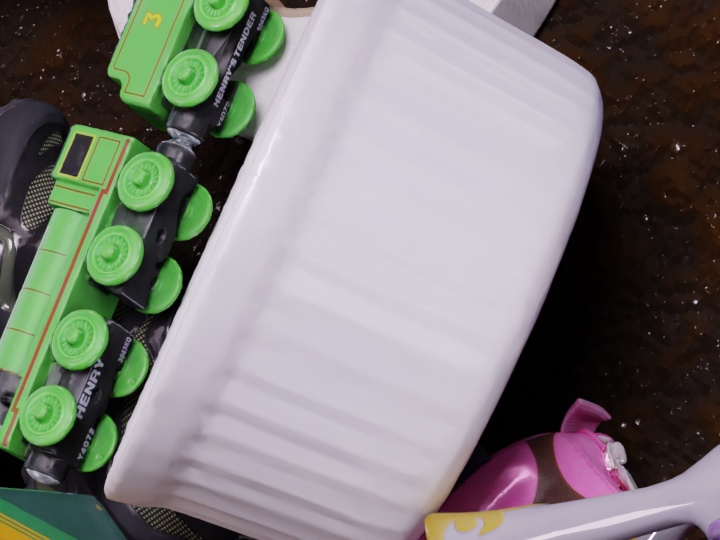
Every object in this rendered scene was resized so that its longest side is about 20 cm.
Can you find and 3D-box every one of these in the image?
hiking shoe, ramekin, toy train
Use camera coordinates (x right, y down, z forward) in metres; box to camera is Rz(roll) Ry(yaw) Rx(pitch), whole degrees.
[{"bbox_3d":[-0.084,0.023,0.985,0.100,0.076,0.201,-20,77,16],"label":"hiking shoe"},{"bbox_3d":[0.000,0.000,0.853,0.097,0.200,0.201,24,95,-3],"label":"ramekin"},{"bbox_3d":[-0.086,-0.021,0.937,0.056,0.042,0.201,15,76,31],"label":"toy train"}]

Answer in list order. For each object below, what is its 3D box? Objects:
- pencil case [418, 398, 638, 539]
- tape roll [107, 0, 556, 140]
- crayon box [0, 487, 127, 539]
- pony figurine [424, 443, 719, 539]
[{"bbox_3d":[0.098,0.138,0.828,0.094,0.091,0.200,-44,62,5],"label":"pencil case"},{"bbox_3d":[-0.009,-0.142,0.981,0.202,0.037,0.204,-7,77,32],"label":"tape roll"},{"bbox_3d":[-0.081,0.162,0.850,0.058,0.119,0.200,-44,68,14],"label":"crayon box"},{"bbox_3d":[0.125,0.081,0.714,0.200,0.167,0.193,-34,32,13],"label":"pony figurine"}]
